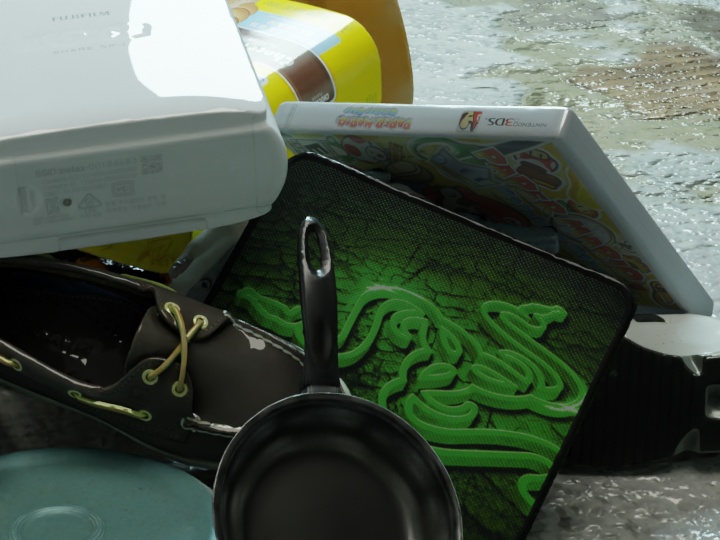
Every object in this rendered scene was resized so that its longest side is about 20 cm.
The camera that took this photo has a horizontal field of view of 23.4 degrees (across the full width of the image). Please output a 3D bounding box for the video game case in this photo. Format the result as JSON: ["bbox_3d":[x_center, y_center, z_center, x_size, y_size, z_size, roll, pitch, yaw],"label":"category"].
[{"bbox_3d":[0.074,-0.028,0.938,0.181,0.200,0.023,5,64,37],"label":"video game case"}]

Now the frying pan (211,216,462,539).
[{"bbox_3d":[-0.028,0.077,0.762,0.114,0.031,0.191,-19,71,-29],"label":"frying pan"}]

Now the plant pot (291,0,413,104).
[{"bbox_3d":[-0.081,-0.178,1.311,0.182,0.202,0.200,-21,27,-10],"label":"plant pot"}]

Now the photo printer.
[{"bbox_3d":[-0.135,-0.092,0.871,0.164,0.070,0.201,-8,35,-10],"label":"photo printer"}]

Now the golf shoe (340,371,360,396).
[{"bbox_3d":[-0.008,0.039,0.924,0.087,0.078,0.200,6,23,23],"label":"golf shoe"}]

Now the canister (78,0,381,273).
[{"bbox_3d":[-0.096,-0.089,1.015,0.147,0.087,0.200,16,35,29],"label":"canister"}]

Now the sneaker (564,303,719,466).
[{"bbox_3d":[0.151,0.057,0.910,0.198,0.075,0.089,6,12,-6],"label":"sneaker"}]

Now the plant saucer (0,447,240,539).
[{"bbox_3d":[-0.132,0.127,0.757,0.198,0.036,0.200,2,22,-1],"label":"plant saucer"}]

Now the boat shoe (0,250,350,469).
[{"bbox_3d":[-0.102,0.041,0.808,0.199,0.072,0.061,14,-20,10],"label":"boat shoe"}]

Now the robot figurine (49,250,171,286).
[{"bbox_3d":[-0.141,0.020,0.976,0.199,0.059,0.144,20,28,35],"label":"robot figurine"}]

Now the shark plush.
[{"bbox_3d":[0.000,0.000,0.898,0.198,0.091,0.084,5,44,-6],"label":"shark plush"}]

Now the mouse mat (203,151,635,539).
[{"bbox_3d":[0.012,0.042,0.826,0.199,0.162,0.008,23,-14,20],"label":"mouse mat"}]
